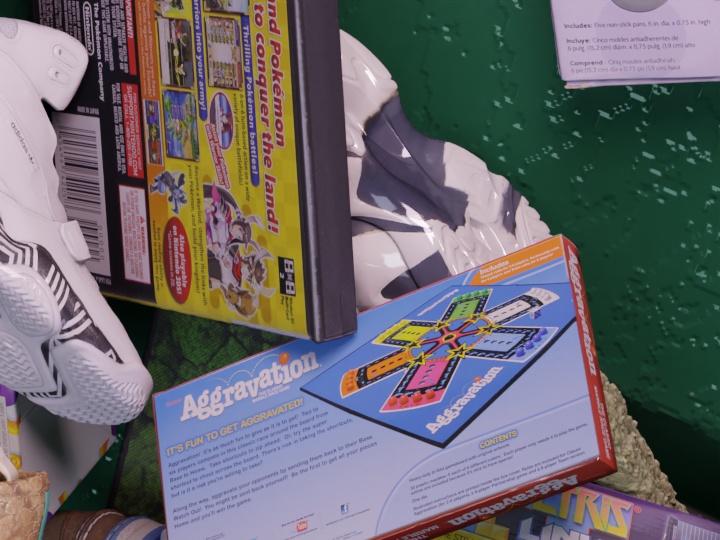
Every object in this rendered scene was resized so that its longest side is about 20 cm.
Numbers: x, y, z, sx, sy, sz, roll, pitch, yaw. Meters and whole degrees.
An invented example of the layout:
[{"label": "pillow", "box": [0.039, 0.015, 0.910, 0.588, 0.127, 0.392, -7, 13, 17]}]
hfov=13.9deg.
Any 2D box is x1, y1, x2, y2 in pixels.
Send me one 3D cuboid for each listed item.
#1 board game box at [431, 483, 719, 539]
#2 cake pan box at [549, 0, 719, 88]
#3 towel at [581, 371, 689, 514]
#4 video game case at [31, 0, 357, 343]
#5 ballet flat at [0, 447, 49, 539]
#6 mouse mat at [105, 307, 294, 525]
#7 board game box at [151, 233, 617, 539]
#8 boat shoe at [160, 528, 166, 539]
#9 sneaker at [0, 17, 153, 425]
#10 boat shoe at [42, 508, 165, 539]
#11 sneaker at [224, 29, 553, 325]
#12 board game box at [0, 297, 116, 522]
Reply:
[{"label": "board game box", "box": [0.083, 0.156, 1.287, 0.199, 0.057, 0.166, 18, 143, -6]}, {"label": "cake pan box", "box": [0.164, -0.168, 1.158, 0.199, 0.052, 0.185, -2, 116, 23]}, {"label": "towel", "box": [0.067, 0.096, 1.289, 0.147, 0.037, 0.200, -5, 141, 26]}, {"label": "video game case", "box": [-0.075, -0.080, 1.247, 0.180, 0.025, 0.202, 11, 109, 47]}, {"label": "ballet flat", "box": [-0.222, 0.067, 1.307, 0.199, 0.071, 0.066, 30, 97, 2]}, {"label": "mouse mat", "box": [-0.038, 0.094, 1.394, 0.160, 0.008, 0.201, 22, 122, 11]}, {"label": "board game box", "box": [0.006, 0.066, 1.204, 0.199, 0.104, 0.019, -22, 149, 23]}, {"label": "boat shoe", "box": [-0.050, 0.195, 1.410, 0.069, 0.056, 0.201, 38, 143, 47]}, {"label": "sneaker", "box": [-0.143, -0.032, 1.266, 0.200, 0.115, 0.075, 47, 144, -20]}, {"label": "boat shoe", "box": [-0.120, 0.200, 1.449, 0.072, 0.072, 0.201, 19, 122, 30]}, {"label": "sneaker", "box": [0.000, 0.000, 1.294, 0.199, 0.080, 0.129, 43, 132, -13]}, {"label": "board game box", "box": [-0.228, 0.045, 1.388, 0.199, 0.105, 0.104, 8, 118, 18]}]
